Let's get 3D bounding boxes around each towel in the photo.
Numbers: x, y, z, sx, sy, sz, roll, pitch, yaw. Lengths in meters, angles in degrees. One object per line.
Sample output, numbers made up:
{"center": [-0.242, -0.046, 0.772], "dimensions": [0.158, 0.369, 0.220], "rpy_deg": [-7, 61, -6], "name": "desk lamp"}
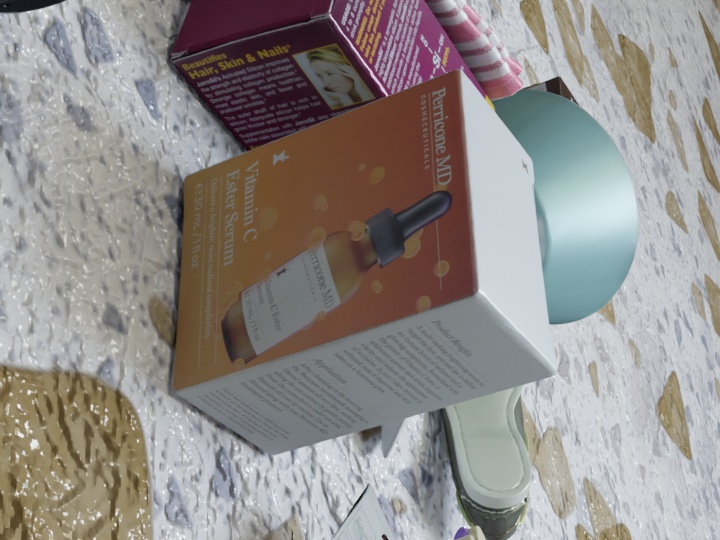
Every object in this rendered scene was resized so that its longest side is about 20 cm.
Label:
{"center": [0.005, -0.175, 0.967], "dimensions": [0.200, 0.145, 0.030], "rpy_deg": [42, 51, -31], "name": "towel"}

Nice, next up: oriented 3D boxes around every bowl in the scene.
{"center": [0.116, -0.041, 1.118], "dimensions": [0.104, 0.199, 0.203], "rpy_deg": [-19, 90, -45], "name": "bowl"}

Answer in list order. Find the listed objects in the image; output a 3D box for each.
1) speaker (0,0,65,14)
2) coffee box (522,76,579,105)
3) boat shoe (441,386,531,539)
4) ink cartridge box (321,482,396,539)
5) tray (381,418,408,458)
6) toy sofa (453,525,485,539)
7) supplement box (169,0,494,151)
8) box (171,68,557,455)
{"center": [-0.194, -0.239, 0.706], "dimensions": [0.081, 0.080, 0.203], "rpy_deg": [7, 68, -63], "name": "speaker"}
{"center": [0.200, -0.084, 1.415], "dimensions": [0.114, 0.079, 0.202], "rpy_deg": [44, 37, -46], "name": "coffee box"}
{"center": [0.099, 0.127, 1.087], "dimensions": [0.203, 0.071, 0.061], "rpy_deg": [-91, 180, -54], "name": "boat shoe"}
{"center": [-0.029, 0.218, 0.763], "dimensions": [0.110, 0.050, 0.200], "rpy_deg": [66, 30, -12], "name": "ink cartridge box"}
{"center": [0.060, 0.029, 0.973], "dimensions": [0.022, 0.202, 0.107], "rpy_deg": [26, 20, 6], "name": "tray"}
{"center": [0.075, 0.280, 0.911], "dimensions": [0.098, 0.082, 0.202], "rpy_deg": [-75, 142, -74], "name": "toy sofa"}
{"center": [-0.013, -0.126, 0.928], "dimensions": [0.200, 0.129, 0.104], "rpy_deg": [50, 44, -41], "name": "supplement box"}
{"center": [0.000, 0.000, 0.805], "dimensions": [0.106, 0.198, 0.154], "rpy_deg": [41, 38, -47], "name": "box"}
